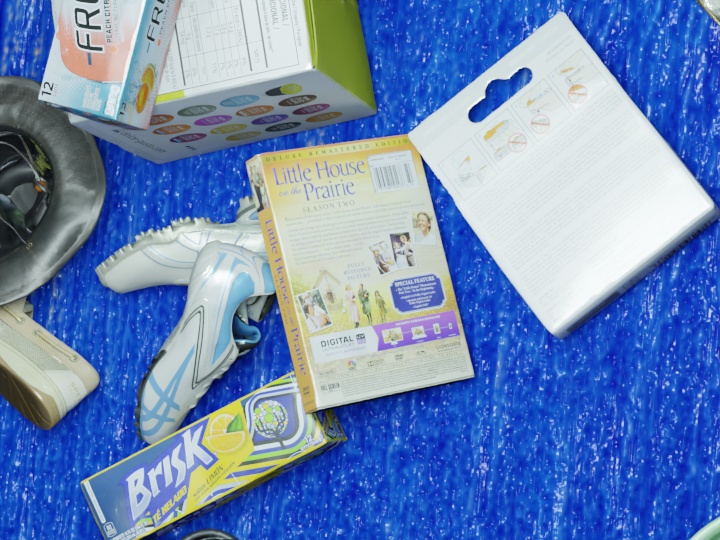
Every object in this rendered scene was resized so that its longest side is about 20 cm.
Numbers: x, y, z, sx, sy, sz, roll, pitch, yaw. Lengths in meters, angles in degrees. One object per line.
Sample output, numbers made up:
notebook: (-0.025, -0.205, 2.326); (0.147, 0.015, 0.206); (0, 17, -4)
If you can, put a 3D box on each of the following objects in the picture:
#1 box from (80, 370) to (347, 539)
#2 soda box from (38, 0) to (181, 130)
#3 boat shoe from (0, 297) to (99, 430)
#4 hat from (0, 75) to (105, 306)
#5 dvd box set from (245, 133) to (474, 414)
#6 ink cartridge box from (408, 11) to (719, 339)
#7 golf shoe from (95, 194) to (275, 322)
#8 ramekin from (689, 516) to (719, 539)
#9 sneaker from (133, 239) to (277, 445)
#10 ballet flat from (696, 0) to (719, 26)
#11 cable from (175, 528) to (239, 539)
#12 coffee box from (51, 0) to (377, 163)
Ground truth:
box: (-0.117, 0.152, 1.554); (0.199, 0.070, 0.065); (-28, 80, 10)
soda box: (-0.164, -0.204, 1.382); (0.063, 0.068, 0.201); (14, 91, 14)
boat shoe: (-0.298, 0.048, 1.612); (0.200, 0.072, 0.065); (38, 59, 24)
hat: (-0.301, -0.056, 1.609); (0.199, 0.081, 0.202); (-1, 78, 2)
dvd box set: (0.000, 0.000, 1.512); (0.146, 0.029, 0.201); (-10, 82, -31)
ink cartridge box: (0.156, -0.072, 1.522); (0.162, 0.050, 0.200); (-38, 71, 9)
golf shoe: (-0.113, 0.000, 1.564); (0.199, 0.078, 0.098); (-17, 89, 13)
ramekin: (0.314, 0.266, 1.428); (0.199, 0.098, 0.201); (-1, 86, 14)
sneaker: (-0.124, 0.067, 1.536); (0.072, 0.072, 0.201); (27, 122, -1)
ballet flat: (0.312, -0.179, 1.474); (0.071, 0.071, 0.200); (-42, 79, 8)
cable: (-0.150, 0.276, 1.520); (0.199, 0.163, 0.051); (-24, 118, -2)
coffee box: (-0.114, -0.212, 1.511); (0.196, 0.200, 0.201); (-11, 82, 12)
